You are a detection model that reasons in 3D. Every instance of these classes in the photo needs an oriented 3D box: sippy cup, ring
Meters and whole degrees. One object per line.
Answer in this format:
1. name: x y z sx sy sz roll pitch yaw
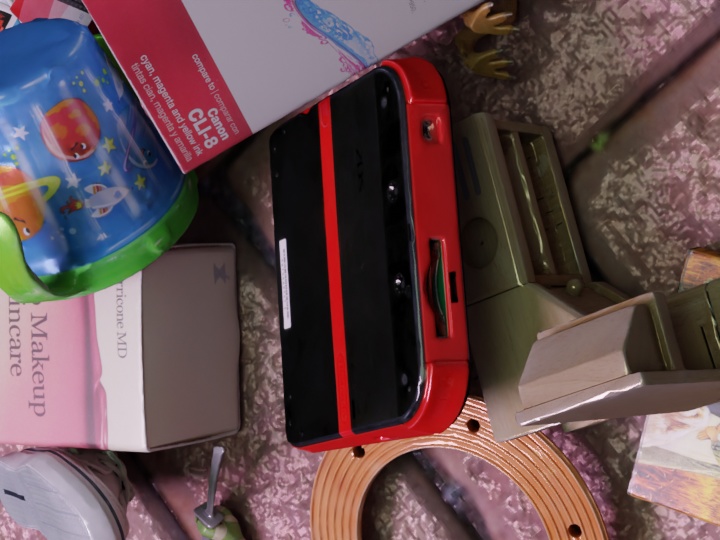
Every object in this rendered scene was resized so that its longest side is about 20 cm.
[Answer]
1. sippy cup: -0.181 -0.073 0.891 0.139 0.131 0.178 -28 34 -9
2. ring: 0.059 0.166 0.895 0.200 0.019 0.201 9 107 29

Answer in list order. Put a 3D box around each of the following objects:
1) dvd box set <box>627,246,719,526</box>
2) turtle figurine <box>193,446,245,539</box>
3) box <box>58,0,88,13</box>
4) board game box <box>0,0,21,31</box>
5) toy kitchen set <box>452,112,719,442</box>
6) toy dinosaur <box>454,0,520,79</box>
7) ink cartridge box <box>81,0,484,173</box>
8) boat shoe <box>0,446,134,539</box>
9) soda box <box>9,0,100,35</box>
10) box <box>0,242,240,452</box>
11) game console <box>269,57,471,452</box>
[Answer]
1. dvd box set: 0.254 0.083 0.797 0.199 0.029 0.147 18 101 27
2. turtle figurine: -0.141 0.207 0.955 0.193 0.200 0.144 -15 51 32
3. box: -0.088 -0.231 0.894 0.200 0.160 0.044 -57 34 18
4. board game box: -0.308 -0.140 1.083 0.200 0.035 0.126 -42 73 24
5. toy kitchen set: 0.123 -0.018 0.757 0.200 0.163 0.181 -23 75 38
6. toy dinosaur: 0.071 -0.168 0.878 0.199 0.060 0.107 -12 52 31
7. ink cartridge box: -0.058 -0.185 0.813 0.200 0.145 0.145 -30 42 -3
8. boat shoe: -0.181 0.137 0.964 0.200 0.067 0.074 11 120 60
9. soda box: -0.141 -0.225 0.970 0.063 0.070 0.200 45 112 20
10. box: -0.190 0.047 0.988 0.199 0.109 0.128 -1 91 29
11. game console: 0.000 -0.005 0.832 0.177 0.031 0.201 -22 69 61
